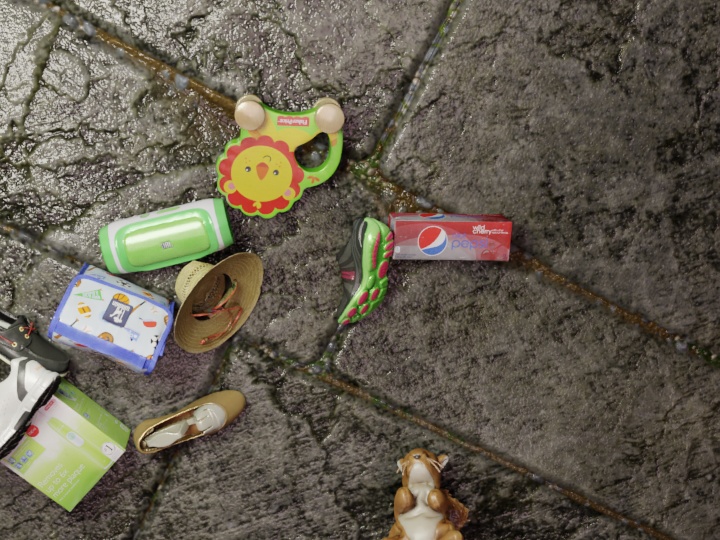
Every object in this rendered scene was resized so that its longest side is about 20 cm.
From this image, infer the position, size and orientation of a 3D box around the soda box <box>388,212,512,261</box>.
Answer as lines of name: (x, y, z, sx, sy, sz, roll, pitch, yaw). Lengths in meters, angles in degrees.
soda box: (0.147, -0.057, 1.514, 0.199, 0.063, 0.070, 1, 105, -8)

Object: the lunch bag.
lunch bag: (-0.381, 0.080, 1.407, 0.169, 0.200, 0.124, 24, 100, -12)

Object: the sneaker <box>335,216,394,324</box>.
sneaker: (0.000, 0.000, 1.511, 0.076, 0.084, 0.201, -6, 124, -39)

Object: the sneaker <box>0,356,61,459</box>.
sneaker: (-0.549, 0.221, 1.410, 0.080, 0.074, 0.200, 37, 91, 2)

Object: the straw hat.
straw hat: (-0.251, 0.032, 1.460, 0.085, 0.201, 0.202, 37, 99, 24)

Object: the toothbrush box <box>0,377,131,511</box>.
toothbrush box: (-0.504, 0.272, 1.500, 0.200, 0.086, 0.146, 43, 95, -14)

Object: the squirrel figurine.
squirrel figurine: (0.113, 0.415, 1.589, 0.141, 0.188, 0.200, -14, 144, 12)

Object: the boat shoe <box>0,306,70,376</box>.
boat shoe: (-0.554, 0.105, 1.455, 0.201, 0.074, 0.063, 31, 106, -10)

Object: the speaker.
speaker: (-0.306, -0.054, 1.443, 0.199, 0.088, 0.089, -14, 106, -4)

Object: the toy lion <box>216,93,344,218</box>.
toy lion: (-0.129, -0.178, 1.452, 0.199, 0.069, 0.193, 0, 111, -8)

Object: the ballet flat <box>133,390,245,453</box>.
ballet flat: (-0.287, 0.263, 1.538, 0.199, 0.063, 0.069, -22, 107, -2)
